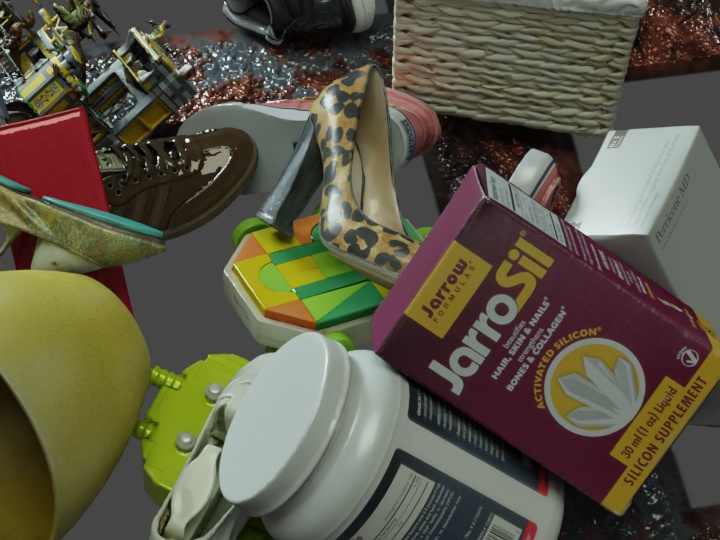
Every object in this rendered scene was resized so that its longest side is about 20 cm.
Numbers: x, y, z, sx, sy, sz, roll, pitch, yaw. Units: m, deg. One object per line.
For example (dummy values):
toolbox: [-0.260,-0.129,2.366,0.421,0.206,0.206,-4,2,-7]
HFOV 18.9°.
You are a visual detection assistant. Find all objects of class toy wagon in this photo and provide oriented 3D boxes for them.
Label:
toy wagon: [0.000,0.000,1.612,0.199,0.040,0.155,-16,44,-21]

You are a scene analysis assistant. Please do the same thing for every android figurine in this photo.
android figurine: [-0.073,0.129,1.539,0.199,0.041,0.183,24,57,12]

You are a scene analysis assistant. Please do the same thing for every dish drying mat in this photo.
dish drying mat: [-0.215,-0.013,1.580,0.076,0.018,0.202,-13,90,-3]

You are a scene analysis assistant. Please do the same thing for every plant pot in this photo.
plant pot: [-0.227,0.080,1.487,0.200,0.201,0.142,37,47,21]

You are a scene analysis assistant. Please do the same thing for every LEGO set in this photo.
LEGO set: [-0.216,-0.181,1.675,0.116,0.154,0.200,-42,46,2]

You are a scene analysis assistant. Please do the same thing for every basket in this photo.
basket: [0.124,-0.230,1.718,0.198,0.161,0.199,9,47,1]

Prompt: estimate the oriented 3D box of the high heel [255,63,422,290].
high heel: [0.024,-0.066,1.551,0.199,0.071,0.143,28,86,39]

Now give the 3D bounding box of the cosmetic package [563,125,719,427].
cosmetic package: [0.225,0.006,1.538,0.081,0.200,0.113,1,49,36]

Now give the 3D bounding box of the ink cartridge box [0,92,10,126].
ink cartridge box: [-0.370,-0.143,1.663,0.136,0.077,0.200,-24,26,-19]

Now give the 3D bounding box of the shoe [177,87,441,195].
shoe: [-0.039,-0.102,1.693,0.199,0.072,0.091,-1,11,23]

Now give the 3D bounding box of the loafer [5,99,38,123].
loafer: [-0.304,-0.066,1.646,0.073,0.071,0.200,31,59,18]

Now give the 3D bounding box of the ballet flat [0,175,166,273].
ballet flat: [-0.237,-0.031,1.538,0.199,0.071,0.071,21,56,4]

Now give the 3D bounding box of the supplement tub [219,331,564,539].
supplement tub: [0.022,0.140,1.428,0.199,0.140,0.141,31,51,-22]

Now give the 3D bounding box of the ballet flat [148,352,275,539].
ballet flat: [-0.088,0.126,1.473,0.069,0.070,0.201,20,58,12]

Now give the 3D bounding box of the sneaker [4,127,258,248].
sneaker: [-0.171,-0.061,1.621,0.199,0.076,0.071,-29,51,-5]

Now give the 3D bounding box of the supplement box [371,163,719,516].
supplement box: [0.124,0.044,1.421,0.199,0.131,0.103,33,12,-8]

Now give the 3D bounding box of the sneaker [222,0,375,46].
sneaker: [-0.074,-0.269,1.799,0.113,0.076,0.201,-19,60,-19]

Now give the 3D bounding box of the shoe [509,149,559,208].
shoe: [0.121,0.018,1.535,0.091,0.201,0.071,26,25,11]
